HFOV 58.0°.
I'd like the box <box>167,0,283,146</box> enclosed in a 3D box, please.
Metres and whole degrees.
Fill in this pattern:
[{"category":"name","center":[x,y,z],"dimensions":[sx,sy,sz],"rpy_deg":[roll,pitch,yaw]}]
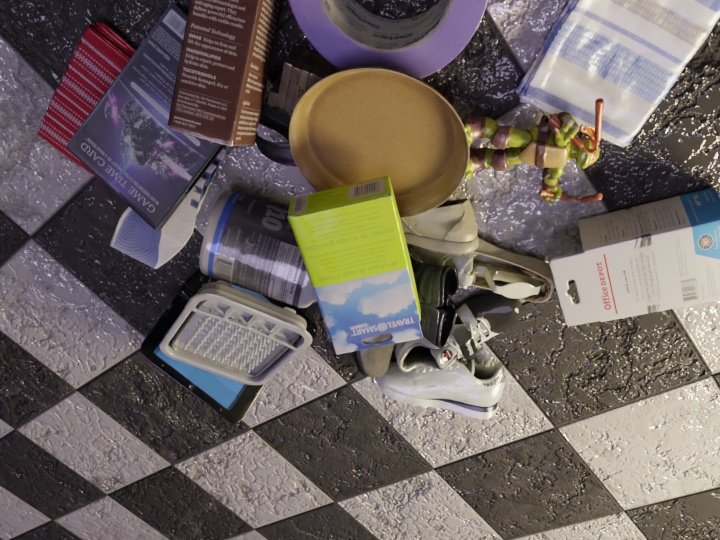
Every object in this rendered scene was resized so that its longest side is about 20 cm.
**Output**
[{"category":"box","center":[-0.126,-0.232,0.643],"dimensions":[0.073,0.100,0.206],"rpy_deg":[16,101,0]}]

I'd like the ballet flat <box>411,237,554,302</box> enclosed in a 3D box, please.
[{"category":"ballet flat","center":[0.158,-0.001,0.836],"dimensions":[0.194,0.070,0.071],"rpy_deg":[13,131,3]}]

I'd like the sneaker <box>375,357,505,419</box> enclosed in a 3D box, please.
[{"category":"sneaker","center":[0.119,0.158,0.979],"dimensions":[0.193,0.077,0.083],"rpy_deg":[8,119,1]}]

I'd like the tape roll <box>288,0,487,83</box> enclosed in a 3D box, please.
[{"category":"tape roll","center":[0.029,-0.294,0.621],"dimensions":[0.193,0.086,0.205],"rpy_deg":[6,129,8]}]

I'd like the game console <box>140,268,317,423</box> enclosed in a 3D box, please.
[{"category":"game console","center":[-0.191,0.103,0.968],"dimensions":[0.199,0.120,0.169],"rpy_deg":[42,126,-21]}]

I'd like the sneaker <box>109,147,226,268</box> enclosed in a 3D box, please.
[{"category":"sneaker","center":[-0.220,-0.102,0.800],"dimensions":[0.079,0.115,0.203],"rpy_deg":[30,92,-13]}]

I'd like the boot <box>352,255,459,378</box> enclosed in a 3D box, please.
[{"category":"boot","center":[0.059,0.074,0.859],"dimensions":[0.129,0.067,0.206],"rpy_deg":[25,119,36]}]

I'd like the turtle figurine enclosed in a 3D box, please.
[{"category":"turtle figurine","center":[0.192,-0.139,0.710],"dimensions":[0.156,0.066,0.200],"rpy_deg":[7,163,15]}]

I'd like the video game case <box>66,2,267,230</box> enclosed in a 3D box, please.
[{"category":"video game case","center":[-0.217,-0.170,0.725],"dimensions":[0.142,0.019,0.201],"rpy_deg":[40,94,3]}]

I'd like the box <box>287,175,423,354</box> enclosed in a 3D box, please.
[{"category":"box","center":[0.000,0.000,0.760],"dimensions":[0.118,0.048,0.204],"rpy_deg":[-11,125,8]}]

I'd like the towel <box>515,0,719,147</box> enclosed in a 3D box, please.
[{"category":"towel","center":[0.266,-0.232,0.655],"dimensions":[0.143,0.024,0.203],"rpy_deg":[23,129,-6]}]

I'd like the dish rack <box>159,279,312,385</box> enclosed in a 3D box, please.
[{"category":"dish rack","center":[-0.171,0.084,0.886],"dimensions":[0.168,0.045,0.200],"rpy_deg":[23,140,-22]}]

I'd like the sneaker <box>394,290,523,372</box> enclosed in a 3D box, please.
[{"category":"sneaker","center":[0.136,0.096,0.907],"dimensions":[0.196,0.090,0.075],"rpy_deg":[-24,119,27]}]

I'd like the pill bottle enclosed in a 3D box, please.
[{"category":"pill bottle","center":[-0.101,-0.020,0.851],"dimensions":[0.194,0.115,0.116],"rpy_deg":[18,131,-2]}]

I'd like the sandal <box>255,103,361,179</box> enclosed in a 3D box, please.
[{"category":"sandal","center":[-0.071,-0.140,0.768],"dimensions":[0.197,0.075,0.049],"rpy_deg":[30,85,-12]}]

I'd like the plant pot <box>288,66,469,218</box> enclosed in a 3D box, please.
[{"category":"plant pot","center":[0.020,-0.135,0.697],"dimensions":[0.193,0.028,0.203],"rpy_deg":[9,141,7]}]

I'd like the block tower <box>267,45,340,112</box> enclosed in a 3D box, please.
[{"category":"block tower","center":[-0.003,-0.188,0.733],"dimensions":[0.194,0.055,0.059],"rpy_deg":[19,130,-3]}]

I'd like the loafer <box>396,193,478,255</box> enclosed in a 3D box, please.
[{"category":"loafer","center":[0.053,-0.071,0.803],"dimensions":[0.194,0.076,0.071],"rpy_deg":[10,107,12]}]

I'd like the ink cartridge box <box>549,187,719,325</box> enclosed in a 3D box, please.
[{"category":"ink cartridge box","center":[0.334,-0.012,0.785],"dimensions":[0.194,0.068,0.118],"rpy_deg":[-13,125,22]}]

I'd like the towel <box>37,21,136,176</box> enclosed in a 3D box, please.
[{"category":"towel","center":[-0.313,-0.195,0.822],"dimensions":[0.143,0.023,0.199],"rpy_deg":[37,129,-19]}]
